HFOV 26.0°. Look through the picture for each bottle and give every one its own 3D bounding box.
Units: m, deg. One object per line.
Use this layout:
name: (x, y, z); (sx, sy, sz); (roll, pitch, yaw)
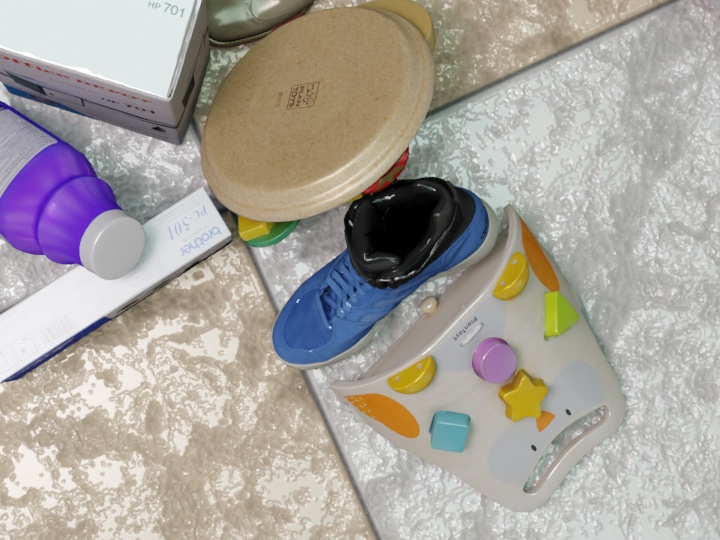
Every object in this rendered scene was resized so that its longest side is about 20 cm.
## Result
bottle: (-0.231, -0.055, 1.121); (0.199, 0.065, 0.084); (30, 75, 37)

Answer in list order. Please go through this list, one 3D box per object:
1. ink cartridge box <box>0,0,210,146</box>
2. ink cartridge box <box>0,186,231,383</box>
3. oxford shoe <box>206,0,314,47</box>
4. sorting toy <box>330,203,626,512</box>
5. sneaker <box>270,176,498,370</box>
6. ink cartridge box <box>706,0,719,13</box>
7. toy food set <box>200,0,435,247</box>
ink cartridge box: (-0.187, -0.162, 1.113); (0.145, 0.200, 0.087); (17, 86, -3)
ink cartridge box: (-0.188, 0.012, 1.159); (0.199, 0.094, 0.045); (-33, 91, -4)
oxford shoe: (-0.044, -0.242, 1.189); (0.199, 0.075, 0.071); (-37, 91, -5)
sorting toy: (0.114, 0.088, 1.191); (0.200, 0.107, 0.180); (-45, 110, -5)
sneaker: (0.000, -0.001, 1.141); (0.199, 0.111, 0.077); (-31, 67, 15)
ink cartridge box: (0.303, -0.282, 1.190); (0.144, 0.085, 0.200); (-42, 76, -5)
toy food set: (-0.033, -0.115, 1.148); (0.196, 0.049, 0.202); (-19, 50, 17)
